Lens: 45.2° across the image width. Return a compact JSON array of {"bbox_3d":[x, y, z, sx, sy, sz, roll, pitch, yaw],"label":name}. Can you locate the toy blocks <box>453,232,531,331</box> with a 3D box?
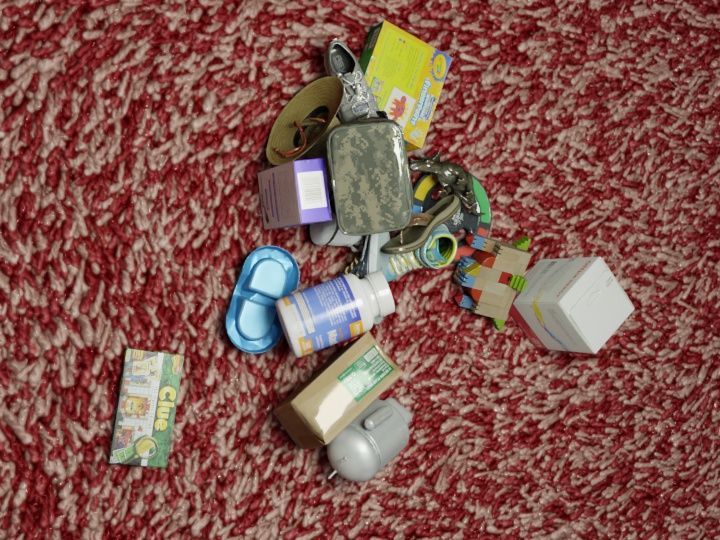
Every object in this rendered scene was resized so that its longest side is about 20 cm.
[{"bbox_3d":[0.257,0.012,1.780,0.136,0.100,0.201,14,105,-20],"label":"toy blocks"}]

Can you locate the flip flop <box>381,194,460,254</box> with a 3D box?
[{"bbox_3d":[0.111,-0.093,1.635,0.200,0.081,0.058,-40,115,-24],"label":"flip flop"}]

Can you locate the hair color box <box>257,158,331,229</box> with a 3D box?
[{"bbox_3d":[-0.121,-0.134,1.555,0.064,0.200,0.110,-8,93,-26],"label":"hair color box"}]

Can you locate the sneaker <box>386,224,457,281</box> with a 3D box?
[{"bbox_3d":[0.098,-0.026,1.676,0.199,0.131,0.080,-33,109,-4],"label":"sneaker"}]

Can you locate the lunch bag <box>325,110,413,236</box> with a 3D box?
[{"bbox_3d":[0.018,-0.173,1.521,0.139,0.168,0.201,-8,102,2],"label":"lunch bag"}]

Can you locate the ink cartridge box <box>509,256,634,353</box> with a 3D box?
[{"bbox_3d":[0.432,0.071,1.806,0.145,0.200,0.145,-44,106,-19],"label":"ink cartridge box"}]

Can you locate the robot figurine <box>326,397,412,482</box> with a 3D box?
[{"bbox_3d":[0.015,0.322,1.637,0.113,0.170,0.200,34,43,23],"label":"robot figurine"}]

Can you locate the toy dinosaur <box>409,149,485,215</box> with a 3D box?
[{"bbox_3d":[0.196,-0.180,1.732,0.199,0.077,0.103,24,39,-30],"label":"toy dinosaur"}]

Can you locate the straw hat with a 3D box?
[{"bbox_3d":[-0.079,-0.253,1.601,0.085,0.201,0.202,39,73,-34],"label":"straw hat"}]

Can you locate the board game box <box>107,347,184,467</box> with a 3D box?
[{"bbox_3d":[-0.378,0.242,1.526,0.104,0.023,0.201,10,85,-27],"label":"board game box"}]

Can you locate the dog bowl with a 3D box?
[{"bbox_3d":[-0.187,0.053,1.604,0.111,0.050,0.201,21,79,-23],"label":"dog bowl"}]

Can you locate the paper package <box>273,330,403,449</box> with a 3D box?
[{"bbox_3d":[-0.044,0.224,1.583,0.200,0.191,0.104,-40,90,-21],"label":"paper package"}]

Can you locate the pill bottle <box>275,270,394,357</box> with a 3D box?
[{"bbox_3d":[-0.044,0.072,1.559,0.199,0.112,0.113,-20,97,-9],"label":"pill bottle"}]

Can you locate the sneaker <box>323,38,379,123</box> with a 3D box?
[{"bbox_3d":[-0.020,-0.336,1.607,0.074,0.082,0.201,-27,80,-2],"label":"sneaker"}]

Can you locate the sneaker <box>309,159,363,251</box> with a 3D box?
[{"bbox_3d":[-0.028,-0.134,1.672,0.115,0.075,0.201,17,75,-33],"label":"sneaker"}]

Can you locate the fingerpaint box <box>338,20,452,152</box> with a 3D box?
[{"bbox_3d":[0.070,-0.362,1.720,0.166,0.073,0.201,22,81,-22],"label":"fingerpaint box"}]

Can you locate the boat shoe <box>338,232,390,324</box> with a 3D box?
[{"bbox_3d":[0.000,0.000,1.654,0.071,0.090,0.201,-9,105,-66],"label":"boat shoe"}]

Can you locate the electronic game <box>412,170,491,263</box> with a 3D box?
[{"bbox_3d":[0.185,-0.116,1.784,0.199,0.042,0.201,1,88,-25],"label":"electronic game"}]
